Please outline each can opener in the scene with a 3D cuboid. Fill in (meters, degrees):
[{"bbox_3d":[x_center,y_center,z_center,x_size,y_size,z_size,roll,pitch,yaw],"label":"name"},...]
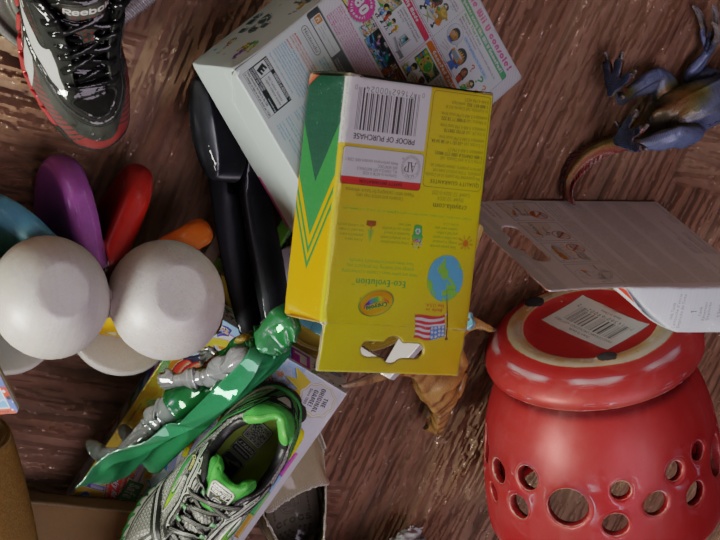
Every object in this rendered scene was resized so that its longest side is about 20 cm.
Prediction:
[{"bbox_3d":[-0.087,-0.046,1.531,0.078,0.063,0.201,-16,102,-38],"label":"can opener"}]

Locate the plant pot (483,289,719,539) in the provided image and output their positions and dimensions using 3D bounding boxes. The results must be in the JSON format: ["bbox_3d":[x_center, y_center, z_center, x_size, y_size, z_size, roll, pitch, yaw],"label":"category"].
[{"bbox_3d":[0.193,0.122,1.736,0.200,0.200,0.183,-20,120,-16],"label":"plant pot"}]

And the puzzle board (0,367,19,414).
[{"bbox_3d":[-0.347,0.050,1.443,0.199,0.017,0.151,-4,129,19],"label":"puzzle board"}]

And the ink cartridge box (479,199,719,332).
[{"bbox_3d":[0.191,-0.002,1.680,0.199,0.162,0.050,-3,118,-26],"label":"ink cartridge box"}]

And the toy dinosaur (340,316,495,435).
[{"bbox_3d":[0.058,0.082,1.688,0.107,0.060,0.200,-66,156,-13],"label":"toy dinosaur"}]

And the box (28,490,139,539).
[{"bbox_3d":[-0.202,0.248,1.653,0.199,0.021,0.164,5,119,0],"label":"box"}]

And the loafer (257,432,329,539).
[{"bbox_3d":[-0.059,0.151,1.698,0.075,0.068,0.201,-25,127,-13],"label":"loafer"}]

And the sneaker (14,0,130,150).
[{"bbox_3d":[-0.188,-0.163,1.395,0.071,0.098,0.201,-18,119,-16],"label":"sneaker"}]

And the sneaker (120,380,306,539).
[{"bbox_3d":[-0.116,0.167,1.563,0.078,0.085,0.200,34,92,0],"label":"sneaker"}]

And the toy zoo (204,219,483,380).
[{"bbox_3d":[-0.001,-0.011,1.557,0.132,0.199,0.020,-60,168,0],"label":"toy zoo"}]

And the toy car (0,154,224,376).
[{"bbox_3d":[-0.194,-0.006,1.492,0.199,0.175,0.151,2,82,-24],"label":"toy car"}]

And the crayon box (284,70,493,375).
[{"bbox_3d":[0.018,-0.031,1.463,0.126,0.051,0.201,5,93,-35],"label":"crayon box"}]

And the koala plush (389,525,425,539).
[{"bbox_3d":[0.001,0.312,1.774,0.200,0.177,0.184,-36,140,-5],"label":"koala plush"}]

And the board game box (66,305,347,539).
[{"bbox_3d":[-0.120,0.132,1.635,0.134,0.034,0.200,31,107,-13],"label":"board game box"}]

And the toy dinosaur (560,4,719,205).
[{"bbox_3d":[0.271,-0.147,1.717,0.181,0.105,0.200,-7,160,-39],"label":"toy dinosaur"}]

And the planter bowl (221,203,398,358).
[{"bbox_3d":[0.000,0.000,1.630,0.200,0.083,0.201,-13,123,-21],"label":"planter bowl"}]

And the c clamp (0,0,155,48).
[{"bbox_3d":[-0.158,-0.205,1.457,0.200,0.027,0.171,-33,127,-5],"label":"c clamp"}]

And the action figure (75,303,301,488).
[{"bbox_3d":[-0.112,0.085,1.518,0.200,0.055,0.118,-37,175,30],"label":"action figure"}]

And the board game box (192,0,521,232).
[{"bbox_3d":[0.001,-0.141,1.505,0.200,0.064,0.148,-40,117,-22],"label":"board game box"}]

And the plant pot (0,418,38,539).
[{"bbox_3d":[-0.309,0.204,1.535,0.186,0.186,0.201,-2,113,-27],"label":"plant pot"}]
